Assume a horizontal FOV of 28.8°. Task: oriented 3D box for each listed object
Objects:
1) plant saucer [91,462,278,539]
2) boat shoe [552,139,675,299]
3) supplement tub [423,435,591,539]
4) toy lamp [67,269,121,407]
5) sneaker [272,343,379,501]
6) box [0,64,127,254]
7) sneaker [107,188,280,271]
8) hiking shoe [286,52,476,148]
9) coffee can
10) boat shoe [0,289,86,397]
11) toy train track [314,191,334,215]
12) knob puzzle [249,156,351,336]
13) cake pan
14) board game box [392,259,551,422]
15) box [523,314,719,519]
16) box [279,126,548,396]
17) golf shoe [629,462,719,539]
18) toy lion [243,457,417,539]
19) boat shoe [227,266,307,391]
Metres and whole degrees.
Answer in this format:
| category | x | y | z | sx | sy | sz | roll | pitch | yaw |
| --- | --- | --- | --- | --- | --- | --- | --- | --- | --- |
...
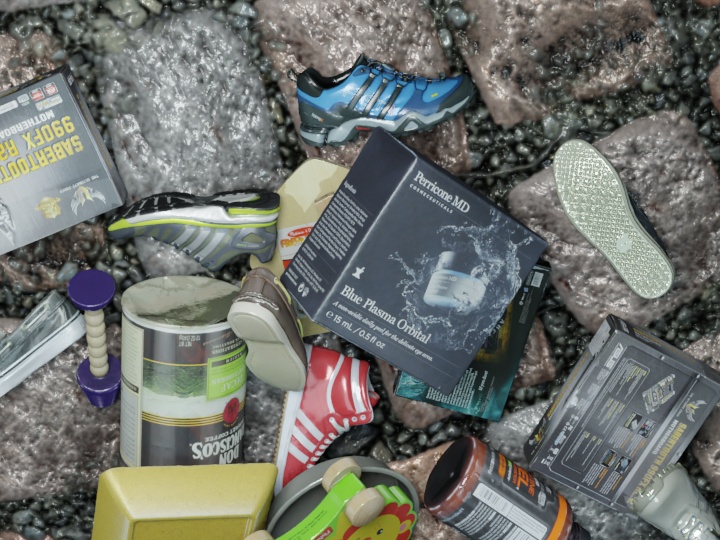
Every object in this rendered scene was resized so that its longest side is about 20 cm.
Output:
| category | x | y | z | sx | sy | sz | roll | pitch | yaw |
| --- | --- | --- | --- | --- | --- | --- | --- | --- | --- |
| plant saucer | -0.196 | 0.303 | 1.555 | 0.197 | 0.049 | 0.202 | 0 | 128 | -18 |
| boat shoe | 0.281 | -0.058 | 1.568 | 0.074 | 0.062 | 0.201 | -36 | 93 | 16 |
| supplement tub | 0.179 | 0.290 | 1.671 | 0.199 | 0.107 | 0.107 | 35 | 106 | -15 |
| toy lamp | -0.292 | 0.082 | 1.565 | 0.057 | 0.059 | 0.201 | 5 | 140 | -4 |
| sneaker | -0.041 | 0.189 | 1.643 | 0.111 | 0.071 | 0.203 | 10 | 108 | -2 |
| box | -0.377 | -0.112 | 1.529 | 0.197 | 0.048 | 0.160 | -20 | 110 | 6 |
| sneaker | -0.182 | -0.039 | 1.541 | 0.197 | 0.074 | 0.082 | -1 | 110 | 11 |
| hiking shoe | 0.025 | -0.190 | 1.499 | 0.197 | 0.075 | 0.088 | -12 | 112 | 3 |
| coffee can | -0.198 | 0.126 | 1.573 | 0.144 | 0.147 | 0.203 | 3 | 111 | -3 |
| boat shoe | -0.406 | 0.094 | 1.603 | 0.199 | 0.072 | 0.071 | -37 | 101 | 0 |
| toy train track | 0.000 | 0.000 | 1.560 | 0.113 | 0.033 | 0.202 | -24 | 113 | 4 |
| knob puzzle | -0.030 | -0.033 | 1.579 | 0.216 | 0.031 | 0.223 | 1 | 111 | 3 |
| cake pan | -0.027 | 0.297 | 1.665 | 0.197 | 0.037 | 0.202 | -13 | 130 | -16 |
| board game box | 0.127 | 0.068 | 1.624 | 0.133 | 0.028 | 0.203 | 15 | 109 | -5 |
| box | 0.309 | 0.174 | 1.653 | 0.157 | 0.048 | 0.202 | 25 | 108 | -13 |
| box | 0.055 | -0.008 | 1.483 | 0.195 | 0.117 | 0.201 | 30 | 97 | -29 |
| golf shoe | 0.383 | 0.287 | 1.632 | 0.078 | 0.097 | 0.199 | -49 | 146 | 8 |
| toy lion | -0.027 | 0.314 | 1.596 | 0.199 | 0.069 | 0.193 | -38 | 144 | -10 |
| boat shoe | -0.093 | 0.068 | 1.514 | 0.071 | 0.060 | 0.201 | 7 | 152 | 16 |
